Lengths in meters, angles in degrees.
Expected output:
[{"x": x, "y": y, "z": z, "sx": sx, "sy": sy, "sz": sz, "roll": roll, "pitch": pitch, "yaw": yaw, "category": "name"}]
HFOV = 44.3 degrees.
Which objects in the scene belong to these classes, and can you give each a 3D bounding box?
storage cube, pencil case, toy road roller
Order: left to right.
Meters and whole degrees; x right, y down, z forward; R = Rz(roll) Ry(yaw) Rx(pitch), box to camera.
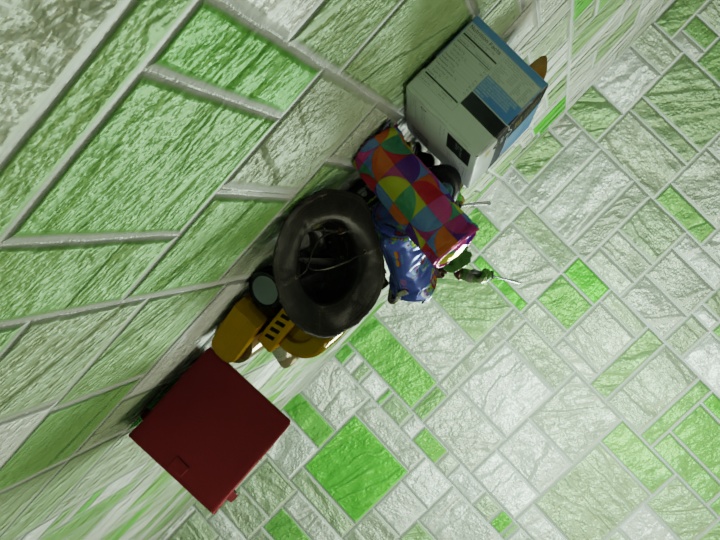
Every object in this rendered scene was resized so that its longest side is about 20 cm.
[{"x": -0.232, "y": 0.249, "z": 1.395, "sx": 0.180, "sy": 0.200, "sz": 0.171, "roll": -47, "pitch": 178, "yaw": -12, "category": "storage cube"}, {"x": -0.112, "y": 0.080, "z": 1.316, "sx": 0.200, "sy": 0.146, "sz": 0.123, "roll": -49, "pitch": 172, "yaw": 31, "category": "toy road roller"}, {"x": 0.066, "y": -0.028, "z": 1.303, "sx": 0.087, "sy": 0.077, "sz": 0.201, "roll": -58, "pitch": 155, "yaw": -24, "category": "pencil case"}, {"x": 0.074, "y": -0.103, "z": 1.183, "sx": 0.088, "sy": 0.201, "sz": 0.088, "roll": -34, "pitch": 169, "yaw": -8, "category": "pencil case"}]

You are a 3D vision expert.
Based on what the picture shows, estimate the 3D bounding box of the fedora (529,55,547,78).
[{"x": 0.218, "y": -0.277, "z": 1.415, "sx": 0.201, "sy": 0.082, "sz": 0.201, "roll": -49, "pitch": 167, "yaw": -15, "category": "fedora"}]

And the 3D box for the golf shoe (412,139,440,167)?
[{"x": 0.119, "y": -0.188, "z": 1.452, "sx": 0.094, "sy": 0.078, "sz": 0.201, "roll": -34, "pitch": 158, "yaw": -11, "category": "golf shoe"}]

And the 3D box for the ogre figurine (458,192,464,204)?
[{"x": 0.150, "y": -0.159, "z": 1.737, "sx": 0.198, "sy": 0.099, "sz": 0.120, "roll": -28, "pitch": -172, "yaw": -12, "category": "ogre figurine"}]

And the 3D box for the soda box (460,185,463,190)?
[{"x": 0.159, "y": -0.170, "z": 1.584, "sx": 0.202, "sy": 0.063, "sz": 0.068, "roll": -62, "pitch": 178, "yaw": -5, "category": "soda box"}]

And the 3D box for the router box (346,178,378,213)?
[{"x": 0.014, "y": -0.092, "z": 1.406, "sx": 0.150, "sy": 0.062, "sz": 0.200, "roll": -40, "pitch": 172, "yaw": -27, "category": "router box"}]

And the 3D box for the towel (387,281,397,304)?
[{"x": 0.067, "y": -0.018, "z": 1.522, "sx": 0.200, "sy": 0.022, "sz": 0.146, "roll": -20, "pitch": 117, "yaw": -87, "category": "towel"}]

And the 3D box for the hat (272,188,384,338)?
[{"x": -0.060, "y": -0.012, "z": 1.203, "sx": 0.080, "sy": 0.202, "sz": 0.200, "roll": 11, "pitch": -136, "yaw": 48, "category": "hat"}]

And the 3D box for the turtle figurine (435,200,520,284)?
[{"x": 0.171, "y": -0.053, "z": 1.465, "sx": 0.194, "sy": 0.197, "sz": 0.146, "roll": 16, "pitch": 77, "yaw": -81, "category": "turtle figurine"}]

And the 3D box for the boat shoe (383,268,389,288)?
[{"x": 0.000, "y": 0.000, "z": 1.406, "sx": 0.073, "sy": 0.063, "sz": 0.200, "roll": -28, "pitch": 169, "yaw": -1, "category": "boat shoe"}]

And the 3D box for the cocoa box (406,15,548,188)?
[{"x": 0.150, "y": -0.217, "z": 1.180, "sx": 0.131, "sy": 0.133, "sz": 0.200, "roll": -45, "pitch": 173, "yaw": -2, "category": "cocoa box"}]

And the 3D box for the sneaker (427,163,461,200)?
[{"x": 0.105, "y": -0.123, "z": 1.301, "sx": 0.088, "sy": 0.074, "sz": 0.200, "roll": -52, "pitch": -177, "yaw": -26, "category": "sneaker"}]

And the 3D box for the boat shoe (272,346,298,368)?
[{"x": -0.075, "y": 0.081, "z": 1.468, "sx": 0.072, "sy": 0.065, "sz": 0.200, "roll": -2, "pitch": -147, "yaw": 49, "category": "boat shoe"}]
